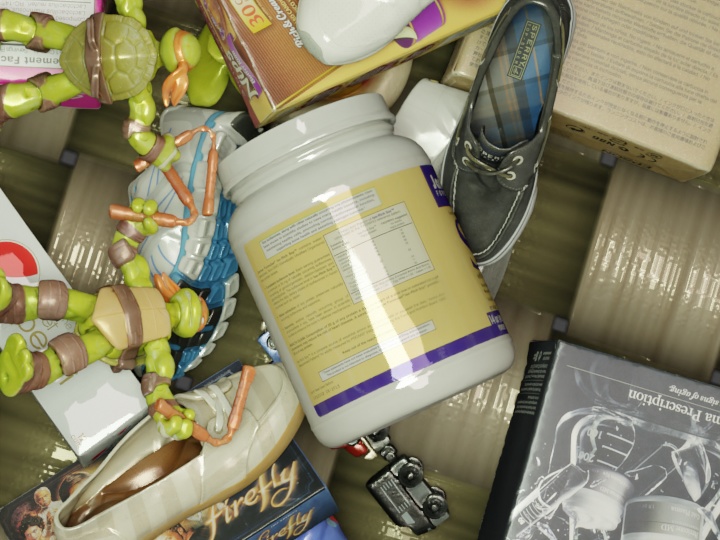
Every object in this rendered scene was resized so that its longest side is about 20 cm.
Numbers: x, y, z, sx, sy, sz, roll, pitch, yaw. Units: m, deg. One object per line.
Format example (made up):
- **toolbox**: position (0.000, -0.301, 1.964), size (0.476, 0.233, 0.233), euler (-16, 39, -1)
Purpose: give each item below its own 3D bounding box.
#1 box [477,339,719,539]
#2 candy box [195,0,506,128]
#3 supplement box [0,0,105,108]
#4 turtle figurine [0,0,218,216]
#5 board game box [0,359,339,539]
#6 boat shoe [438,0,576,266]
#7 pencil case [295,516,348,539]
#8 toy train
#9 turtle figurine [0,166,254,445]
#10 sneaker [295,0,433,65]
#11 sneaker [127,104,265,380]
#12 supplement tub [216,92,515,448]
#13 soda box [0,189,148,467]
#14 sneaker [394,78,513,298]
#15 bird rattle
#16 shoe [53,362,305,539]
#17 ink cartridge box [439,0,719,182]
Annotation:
- **box**: position (0.197, 0.162, 1.363), size (0.199, 0.104, 0.183), euler (16, 86, -5)
- **candy box**: position (-0.003, -0.188, 1.293), size (0.200, 0.056, 0.117), euler (-26, 89, -18)
- **supplement box**: position (-0.225, -0.217, 1.334), size (0.103, 0.101, 0.201), euler (3, 87, -7)
- **turtle figurine**: position (-0.166, -0.124, 1.235), size (0.161, 0.064, 0.201), euler (-4, 105, 14)
- **board game box**: position (-0.133, 0.164, 1.318), size (0.200, 0.035, 0.136), euler (-32, 50, -8)
- **boat shoe**: position (0.095, -0.092, 1.282), size (0.070, 0.066, 0.201), euler (22, 108, 6)
- **pencil case**: position (-0.017, 0.249, 1.343), size (0.087, 0.078, 0.200), euler (-33, 91, -35)
- **toy train**: position (-0.010, 0.106, 1.378), size (0.046, 0.034, 0.200), euler (-37, 92, 5)
- **turtle figurine**: position (-0.162, 0.024, 1.256), size (0.161, 0.064, 0.201), euler (-4, 76, -34)
- **sneaker**: position (0.038, -0.208, 1.239), size (0.200, 0.080, 0.070), euler (-43, 97, -17)
- **sneaker**: position (-0.130, -0.022, 1.360), size (0.086, 0.075, 0.201), euler (20, 96, 32)
- **supplement tub**: position (0.000, 0.000, 1.279), size (0.145, 0.145, 0.201), euler (-23, 85, -8)
- **soda box**: position (-0.221, 0.033, 1.323), size (0.064, 0.068, 0.200), euler (-36, 83, -11)
- **sneaker**: position (0.049, -0.034, 1.381), size (0.115, 0.074, 0.201), euler (21, 98, 17)
- **bird rattle**: position (-0.034, -0.176, 1.377), size (0.200, 0.113, 0.163), euler (-46, 105, -20)
- **shoe**: position (-0.118, 0.124, 1.286), size (0.200, 0.053, 0.070), euler (-38, 51, -13)
- **ink cartridge box**: position (0.177, -0.175, 1.394), size (0.199, 0.075, 0.165), euler (21, 83, -4)
